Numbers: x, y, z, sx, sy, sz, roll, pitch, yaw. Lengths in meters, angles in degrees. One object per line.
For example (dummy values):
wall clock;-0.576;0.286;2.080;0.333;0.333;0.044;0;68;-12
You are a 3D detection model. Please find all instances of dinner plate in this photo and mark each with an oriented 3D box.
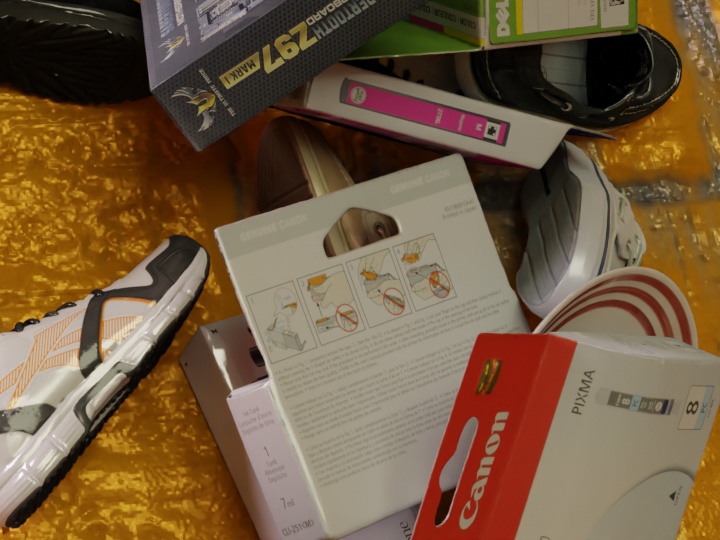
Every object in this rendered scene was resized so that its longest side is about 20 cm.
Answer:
dinner plate;0.121;0.090;1.457;0.024;0.200;0.200;25;50;37

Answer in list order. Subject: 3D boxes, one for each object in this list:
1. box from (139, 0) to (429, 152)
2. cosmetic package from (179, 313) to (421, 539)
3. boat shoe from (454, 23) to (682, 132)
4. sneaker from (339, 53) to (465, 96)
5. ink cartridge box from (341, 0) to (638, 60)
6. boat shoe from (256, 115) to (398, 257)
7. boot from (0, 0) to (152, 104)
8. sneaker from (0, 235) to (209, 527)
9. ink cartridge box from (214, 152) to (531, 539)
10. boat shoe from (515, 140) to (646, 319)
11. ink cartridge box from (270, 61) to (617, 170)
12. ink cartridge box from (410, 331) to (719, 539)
box;-0.045;-0.162;1.440;0.051;0.158;0.200;54;10;-26
cosmetic package;-0.022;0.115;1.455;0.082;0.051;0.200;-18;71;-25
boat shoe;0.145;-0.126;1.589;0.199;0.066;0.075;6;82;-46
sneaker;0.022;-0.137;1.588;0.200;0.074;0.080;11;63;-13
ink cartridge box;0.038;-0.171;1.483;0.200;0.148;0.076;-8;107;-23
boat shoe;0.000;0.000;1.515;0.064;0.071;0.200;-18;81;-31
boot;-0.200;-0.195;1.536;0.211;0.079;0.158;14;60;-11
sneaker;-0.157;0.043;1.423;0.080;0.074;0.200;37;58;4
ink cartridge box;0.009;0.042;1.425;0.200;0.044;0.174;-19;86;-43
boat shoe;0.137;-0.020;1.524;0.067;0.074;0.200;30;25;-11
ink cartridge box;0.040;-0.088;1.514;0.200;0.095;0.037;11;91;-24
ink cartridge box;0.111;0.114;1.401;0.047;0.160;0.200;24;12;35
